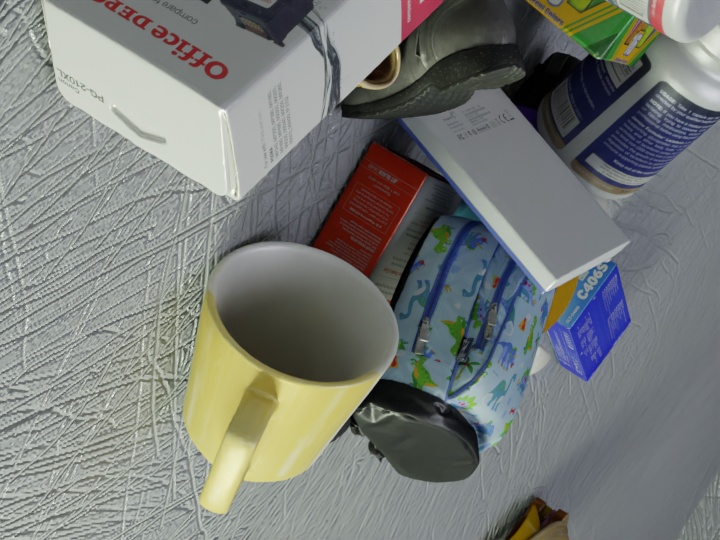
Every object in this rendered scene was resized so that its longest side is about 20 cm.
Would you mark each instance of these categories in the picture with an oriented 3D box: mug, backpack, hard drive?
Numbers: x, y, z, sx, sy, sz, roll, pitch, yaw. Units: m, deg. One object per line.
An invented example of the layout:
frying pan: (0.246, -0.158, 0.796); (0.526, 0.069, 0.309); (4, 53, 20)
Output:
mug: (-0.079, 0.087, 1.518); (0.187, 0.149, 0.153); (-21, 148, -41)
backpack: (0.080, 0.054, 1.621); (0.163, 0.154, 0.200); (58, 34, -58)
hard drive: (0.119, -0.078, 1.612); (0.025, 0.200, 0.132); (-47, 167, 34)

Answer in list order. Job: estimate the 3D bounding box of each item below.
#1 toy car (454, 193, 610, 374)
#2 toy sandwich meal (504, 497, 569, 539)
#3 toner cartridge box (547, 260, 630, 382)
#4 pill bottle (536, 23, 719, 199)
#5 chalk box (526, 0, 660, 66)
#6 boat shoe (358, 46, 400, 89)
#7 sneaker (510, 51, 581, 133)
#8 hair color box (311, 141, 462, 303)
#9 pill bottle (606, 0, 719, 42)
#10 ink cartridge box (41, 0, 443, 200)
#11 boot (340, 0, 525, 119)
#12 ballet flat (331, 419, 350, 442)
toy car: (0.129, -0.013, 1.789); (0.175, 0.150, 0.200); (-57, 163, -7)
toy sandwich meal: (0.198, 0.383, 2.596); (0.205, 0.070, 0.205); (-41, 155, -24)
toner cartridge box: (0.261, 0.053, 2.300); (0.095, 0.043, 0.200); (-54, 159, -10)
pill bottle: (0.250, -0.158, 1.673); (0.200, 0.116, 0.116); (-43, 171, 39)
chalk box: (0.213, -0.274, 1.544); (0.200, 0.125, 0.124); (-53, 166, 15)
boat shoe: (-0.014, -0.181, 1.360); (0.074, 0.069, 0.200); (-55, 158, -4)
sneaker: (0.161, -0.149, 1.793); (0.200, 0.070, 0.100); (-8, 119, -65)
hair color box: (0.000, 0.000, 1.651); (0.200, 0.061, 0.102); (-60, 158, 5)
pill bottle: (0.175, -0.256, 1.400); (0.120, 0.200, 0.120); (-44, 155, -26)
ink cartridge box: (-0.067, -0.158, 1.177); (0.200, 0.145, 0.084); (-46, 154, -27)
boot: (0.048, -0.186, 1.460); (0.070, 0.200, 0.132); (-7, 85, -37)
ballet flat: (-0.005, 0.093, 1.807); (0.200, 0.057, 0.067); (-38, 125, -49)
